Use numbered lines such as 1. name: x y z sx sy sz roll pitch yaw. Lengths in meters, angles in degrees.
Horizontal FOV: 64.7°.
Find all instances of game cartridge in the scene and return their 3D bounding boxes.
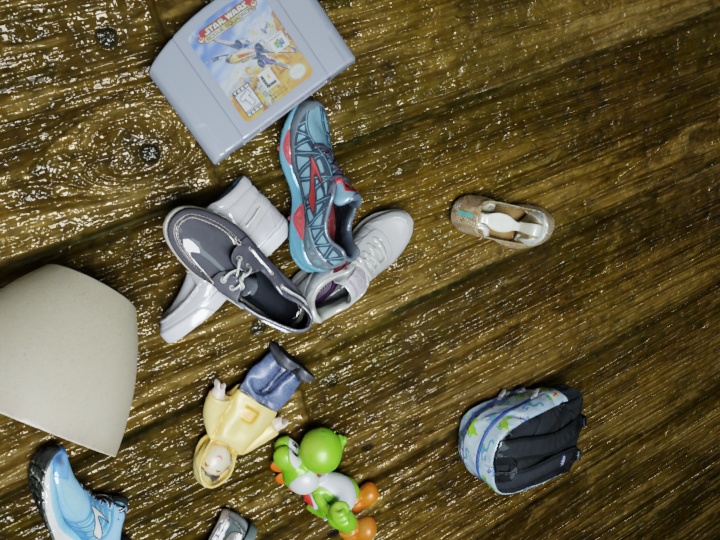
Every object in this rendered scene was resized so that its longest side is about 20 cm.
1. game cartridge: -0.119 -0.228 0.616 0.199 0.041 0.134 -39 104 -8

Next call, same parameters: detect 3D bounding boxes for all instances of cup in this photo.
1. cup: -0.308 0.081 0.576 0.199 0.199 0.145 36 62 -29

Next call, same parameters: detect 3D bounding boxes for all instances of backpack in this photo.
1. backpack: 0.255 0.277 0.925 0.198 0.152 0.166 -19 118 -42

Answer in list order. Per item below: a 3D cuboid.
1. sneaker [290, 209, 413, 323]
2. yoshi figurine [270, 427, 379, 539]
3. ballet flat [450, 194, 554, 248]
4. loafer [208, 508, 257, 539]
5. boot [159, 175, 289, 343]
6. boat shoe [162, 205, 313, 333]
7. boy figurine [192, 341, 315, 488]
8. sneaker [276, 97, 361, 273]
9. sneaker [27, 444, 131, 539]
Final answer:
1. sneaker: 0.000 0.000 0.730 0.199 0.099 0.075 -40 116 -10
2. yoshi figurine: -0.037 0.296 0.810 0.112 0.112 0.201 -51 118 -20
3. ballet flat: 0.223 -0.064 0.832 0.196 0.065 0.072 4 105 -26
4. loafer: -0.229 0.420 0.784 0.063 0.072 0.201 43 79 -9
5. boot: -0.180 -0.018 0.663 0.200 0.073 0.096 -47 114 -14
6. boat shoe: -0.124 0.003 0.620 0.200 0.062 0.073 45 76 -31
7. boy figurine: -0.154 0.188 0.739 0.201 0.064 0.124 -49 122 -7
8. sneaker: -0.035 -0.099 0.667 0.079 0.094 0.204 -18 106 -50
9. sneaker: -0.335 0.289 0.693 0.089 0.078 0.204 -28 121 -35
